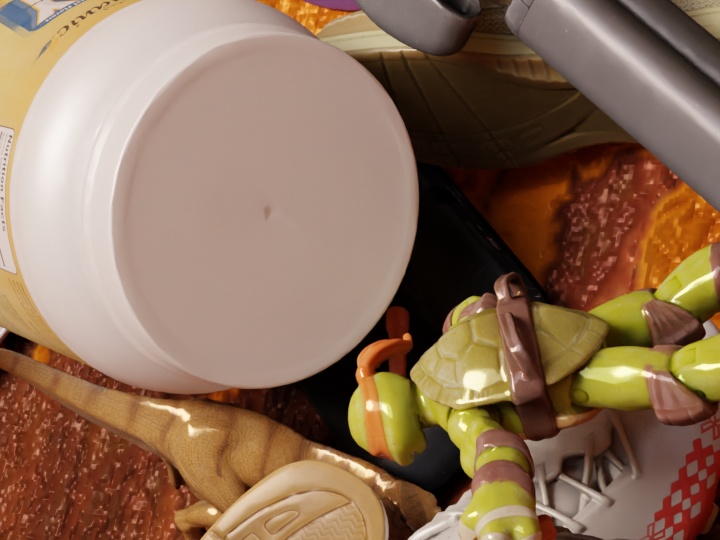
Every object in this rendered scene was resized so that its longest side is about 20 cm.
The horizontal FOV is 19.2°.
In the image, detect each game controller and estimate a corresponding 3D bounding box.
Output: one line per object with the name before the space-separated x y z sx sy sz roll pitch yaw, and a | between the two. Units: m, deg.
game controller | 0.000 0.000 0.859 0.104 0.042 0.200 -57 46 22

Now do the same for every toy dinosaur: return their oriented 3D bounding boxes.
toy dinosaur | -0.062 0.067 0.820 0.199 0.106 0.061 17 52 4

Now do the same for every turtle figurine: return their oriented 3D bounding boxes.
turtle figurine | 0.062 0.029 0.692 0.161 0.065 0.200 -14 19 7

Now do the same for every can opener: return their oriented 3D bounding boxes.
can opener | 0.070 -0.078 0.745 0.200 0.053 0.067 44 128 21

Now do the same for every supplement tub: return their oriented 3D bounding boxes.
supplement tub | -0.083 -0.034 0.802 0.200 0.144 0.145 15 80 56

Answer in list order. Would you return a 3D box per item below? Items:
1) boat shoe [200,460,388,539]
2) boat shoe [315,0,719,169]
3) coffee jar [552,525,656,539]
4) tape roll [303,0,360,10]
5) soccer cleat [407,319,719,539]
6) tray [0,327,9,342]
boat shoe | -0.043 0.156 0.785 0.071 0.069 0.200 30 101 16
boat shoe | 0.071 -0.086 0.807 0.200 0.073 0.063 -4 53 25
coffee jar | 0.082 0.185 0.656 0.104 0.085 0.201 7 86 31
tape roll | 0.006 -0.217 0.926 0.200 0.066 0.201 -15 63 31
soccer cleat | 0.058 0.096 0.734 0.069 0.085 0.200 40 97 41
tray | -0.180 -0.004 1.003 0.200 0.022 0.107 -51 50 8
